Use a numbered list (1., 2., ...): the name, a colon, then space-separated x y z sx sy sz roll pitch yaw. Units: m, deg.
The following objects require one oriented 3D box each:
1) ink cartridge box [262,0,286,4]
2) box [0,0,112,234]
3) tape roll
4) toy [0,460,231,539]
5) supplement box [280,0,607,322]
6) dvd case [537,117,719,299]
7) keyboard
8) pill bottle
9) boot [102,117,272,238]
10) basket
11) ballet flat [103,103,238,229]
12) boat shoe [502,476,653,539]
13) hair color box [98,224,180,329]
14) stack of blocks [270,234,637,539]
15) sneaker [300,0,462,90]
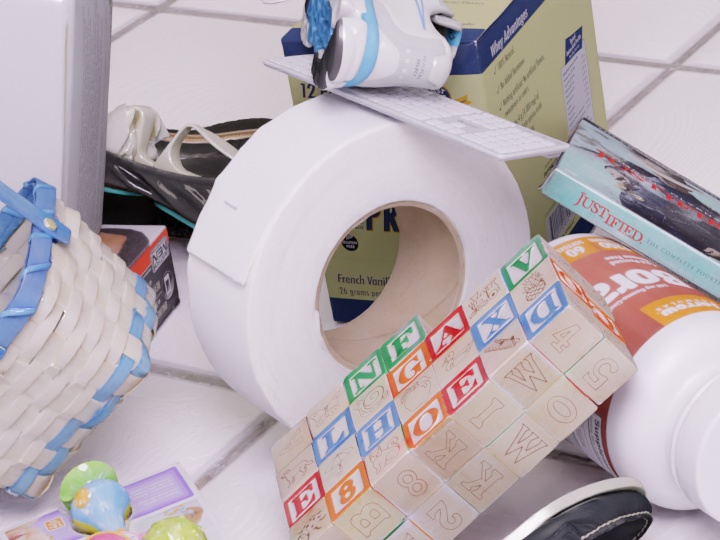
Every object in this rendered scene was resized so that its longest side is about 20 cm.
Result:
1. ink cartridge box: 0.019 -0.239 1.683 0.199 0.068 0.115 -15 26 -6
2. box: -0.263 -0.100 1.624 0.197 0.202 0.171 4 16 2
3. tape roll: 0.000 0.000 1.524 0.202 0.204 0.071 -24 31 -25
4. toy: -0.123 0.158 1.431 0.114 0.047 0.200 -20 28 -15
5. supplement box: 0.063 -0.097 1.689 0.133 0.201 0.200 3 29 25
6. dvd case: 0.183 -0.035 1.585 0.145 0.022 0.200 31 14 3
7. keyboard: 0.028 -0.094 1.482 0.056 0.011 0.199 -3 20 -44
8. pill bottle: 0.164 0.062 1.445 0.112 0.113 0.200 -21 29 -21
9. boot: -0.120 -0.041 1.791 0.199 0.078 0.138 -17 33 -11
10. basket: -0.230 0.026 1.493 0.176 0.199 0.140 -44 30 25
11. ballet flat: -0.134 -0.070 1.743 0.199 0.069 0.068 19 7 18
12. boat shoe: 0.085 0.170 1.323 0.199 0.075 0.066 -21 57 -37
13. hair color box: -0.230 0.016 1.728 0.199 0.062 0.102 1 28 20
14. stack of blocks: 0.047 0.076 1.406 0.200 0.059 0.115 -43 25 13
15. sneaker: 0.014 -0.148 1.534 0.086 0.075 0.200 11 26 -11
